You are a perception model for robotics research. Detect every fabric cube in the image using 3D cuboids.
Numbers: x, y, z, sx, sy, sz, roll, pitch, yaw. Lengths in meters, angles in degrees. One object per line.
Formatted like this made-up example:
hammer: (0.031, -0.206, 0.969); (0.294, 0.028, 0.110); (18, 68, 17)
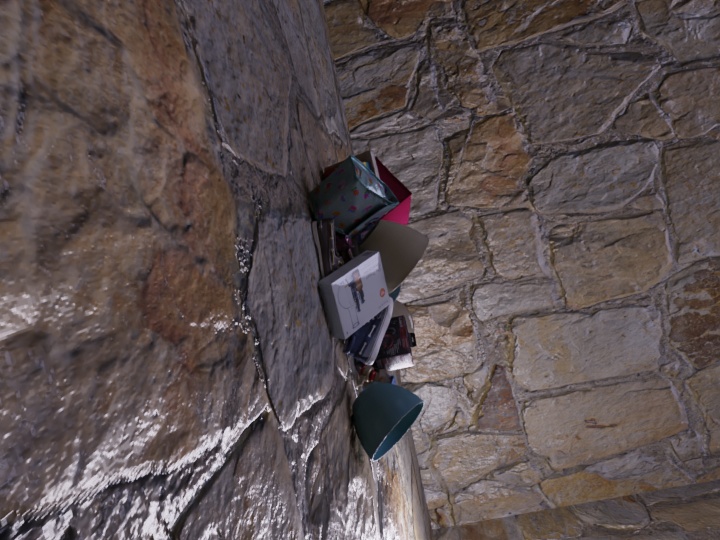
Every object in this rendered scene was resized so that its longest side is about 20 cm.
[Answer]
fabric cube: (0.043, -0.226, 2.012); (0.201, 0.195, 0.200); (48, -13, 18)

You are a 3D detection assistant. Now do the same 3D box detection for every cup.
cup: (0.076, -0.056, 1.615); (0.142, 0.201, 0.201); (39, 13, -7)

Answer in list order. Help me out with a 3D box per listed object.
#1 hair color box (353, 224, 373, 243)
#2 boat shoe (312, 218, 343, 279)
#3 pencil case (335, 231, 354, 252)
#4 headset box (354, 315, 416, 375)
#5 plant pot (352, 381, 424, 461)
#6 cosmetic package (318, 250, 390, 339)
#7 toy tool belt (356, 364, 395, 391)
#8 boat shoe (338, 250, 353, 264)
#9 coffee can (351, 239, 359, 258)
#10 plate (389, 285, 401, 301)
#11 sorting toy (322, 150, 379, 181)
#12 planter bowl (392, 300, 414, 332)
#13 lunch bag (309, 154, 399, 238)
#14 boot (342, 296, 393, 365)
hair color box: (-0.017, -0.194, 1.737); (0.100, 0.059, 0.204); (-138, -150, -66)
boat shoe: (-0.076, -0.032, 1.497); (0.072, 0.058, 0.205); (-35, 113, -84)
pencil case: (-0.074, -0.151, 1.678); (0.082, 0.085, 0.205); (-4, -81, 63)
headset box: (0.078, 0.234, 1.817); (0.076, 0.195, 0.151); (70, 8, -45)
plant pot: (0.054, 0.374, 1.517); (0.134, 0.200, 0.201); (41, -10, 22)
cosmetic package: (-0.011, 0.059, 1.480); (0.199, 0.051, 0.154); (-34, 120, -42)
toy tool belt: (0.072, 0.356, 1.732); (0.126, 0.121, 0.202); (-59, 152, -28)
boat shoe: (-0.058, -0.101, 1.760); (0.076, 0.072, 0.205); (-33, 111, -84)
coffee can: (0.003, -0.017, 1.850); (0.147, 0.143, 0.204); (67, 13, -64)
plate: (0.047, 0.091, 1.912); (0.026, 0.198, 0.202); (48, 19, -25)
sorting toy: (-0.032, -0.255, 1.851); (0.069, 0.196, 0.205); (-15, 92, -54)
planter bowl: (0.069, 0.203, 1.977); (0.134, 0.197, 0.205); (-4, 82, -60)
lunch bag: (-0.011, -0.180, 1.555); (0.199, 0.169, 0.124); (31, 32, -42)
boot: (0.023, 0.151, 1.602); (0.073, 0.089, 0.204); (-32, -144, 63)
